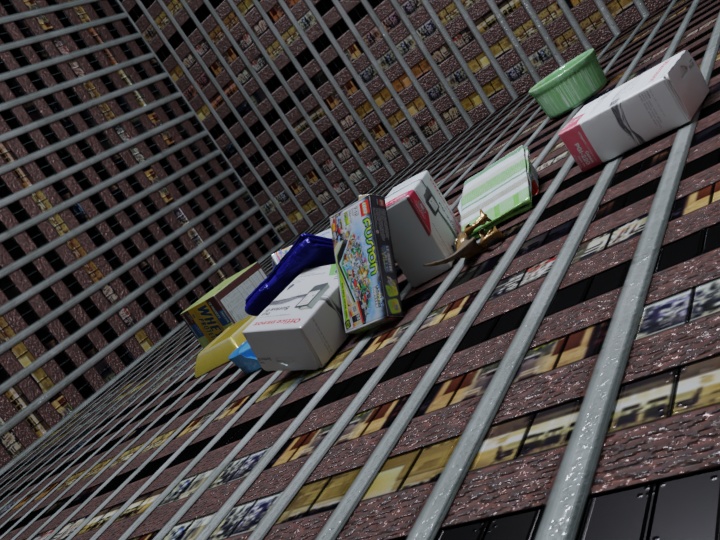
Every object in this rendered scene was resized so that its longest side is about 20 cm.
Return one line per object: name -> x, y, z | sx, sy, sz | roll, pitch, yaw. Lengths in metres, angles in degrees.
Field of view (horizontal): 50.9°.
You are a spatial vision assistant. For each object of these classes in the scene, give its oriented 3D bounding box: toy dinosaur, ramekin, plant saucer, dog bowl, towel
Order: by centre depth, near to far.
toy dinosaur -> 0.174, -0.039, 1.218 | 0.106, 0.060, 0.200 | -45, -5, 17
towel -> 0.250, -0.138, 1.382 | 0.149, 0.031, 0.201 | -32, 26, 28
towel -> -0.123, 0.008, 1.448 | 0.200, 0.050, 0.147 | -45, -21, 21
dog bowl -> -0.179, 0.147, 1.527 | 0.199, 0.050, 0.112 | -30, 9, 31
plant saucer -> -0.321, 0.175, 1.924 | 0.199, 0.049, 0.200 | -28, 11, 37
ramekin -> 0.565, -0.499, 2.040 | 0.199, 0.098, 0.200 | -34, 8, 6

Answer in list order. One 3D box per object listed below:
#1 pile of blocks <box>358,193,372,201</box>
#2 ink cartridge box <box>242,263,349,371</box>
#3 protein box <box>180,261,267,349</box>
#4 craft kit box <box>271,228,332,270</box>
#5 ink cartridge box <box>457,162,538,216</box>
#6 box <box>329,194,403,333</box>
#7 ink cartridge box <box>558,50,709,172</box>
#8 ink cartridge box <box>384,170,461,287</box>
pile of blocks -> 0.012, -0.047, 1.350 | 0.062, 0.202, 0.082 | -5, 29, 14
ink cartridge box -> -0.081, 0.076, 1.290 | 0.145, 0.084, 0.200 | -9, 28, 40
protein box -> -0.379, 0.106, 2.221 | 0.198, 0.136, 0.200 | -25, 12, 44
craft kit box -> -0.084, -0.004, 1.564 | 0.199, 0.049, 0.198 | -25, -25, -18
ink cartridge box -> 0.257, -0.140, 1.432 | 0.159, 0.047, 0.200 | -32, 8, 20
box -> 0.007, -0.009, 1.219 | 0.034, 0.202, 0.110 | 5, -21, -39
ink cartridge box -> 0.447, -0.259, 1.236 | 0.199, 0.085, 0.146 | -29, 10, 46
ink cartridge box -> 0.107, -0.080, 1.345 | 0.083, 0.146, 0.200 | -29, 11, 23
